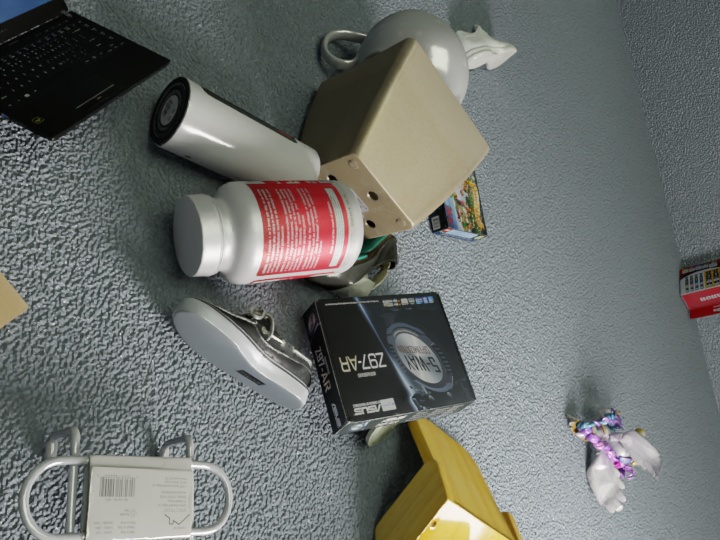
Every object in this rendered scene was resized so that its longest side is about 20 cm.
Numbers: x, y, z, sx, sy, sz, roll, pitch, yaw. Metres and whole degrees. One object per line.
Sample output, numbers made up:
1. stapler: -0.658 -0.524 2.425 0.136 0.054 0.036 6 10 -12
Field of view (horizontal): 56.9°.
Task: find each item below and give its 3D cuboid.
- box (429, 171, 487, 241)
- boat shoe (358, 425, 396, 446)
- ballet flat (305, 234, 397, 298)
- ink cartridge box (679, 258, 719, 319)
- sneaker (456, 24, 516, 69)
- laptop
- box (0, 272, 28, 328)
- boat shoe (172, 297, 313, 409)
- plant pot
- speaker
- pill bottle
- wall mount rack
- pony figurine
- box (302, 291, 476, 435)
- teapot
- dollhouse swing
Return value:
1. box: 0.164 -0.160 1.203 0.136 0.037 0.204 5 71 -50
2. boat shoe: 0.052 0.157 0.920 0.060 0.072 0.201 33 49 19
3. ballet flat: 0.000 0.000 0.917 0.199 0.067 0.069 -29 106 -51
4. ink cartridge box: 1.197 0.056 2.249 0.084 0.198 0.177 47 43 -25
5. sneaker: 0.274 -0.497 1.458 0.199 0.075 0.089 -20 79 -51
6. laptop: -0.303 -0.238 0.604 0.198 0.104 0.178 27 45 6
7. box: -0.375 -0.006 0.492 0.202 0.021 0.164 58 39 -16
8. boat shoe: -0.119 0.077 0.729 0.199 0.073 0.069 42 51 -33
9. plant pot: 0.026 -0.156 0.921 0.200 0.198 0.178 47 55 -27
10. speaker: -0.142 -0.146 0.789 0.199 0.080 0.083 22 59 -43
11. pill bottle: -0.103 -0.044 0.753 0.198 0.112 0.114 -6 79 -37
12. wall mount rack: -0.206 0.228 0.568 0.199 0.074 0.177 20 57 -45
13. pony figurine: 0.524 0.366 1.363 0.198 0.167 0.194 7 38 -45
14. box: 0.037 0.113 0.856 0.197 0.044 0.162 -1 62 -31
15. teapot: 0.059 -0.295 1.026 0.146 0.198 0.200 -42 119 -38
16. dollhouse swing: 0.102 0.340 0.925 0.182 0.176 0.200 -50 123 -1
